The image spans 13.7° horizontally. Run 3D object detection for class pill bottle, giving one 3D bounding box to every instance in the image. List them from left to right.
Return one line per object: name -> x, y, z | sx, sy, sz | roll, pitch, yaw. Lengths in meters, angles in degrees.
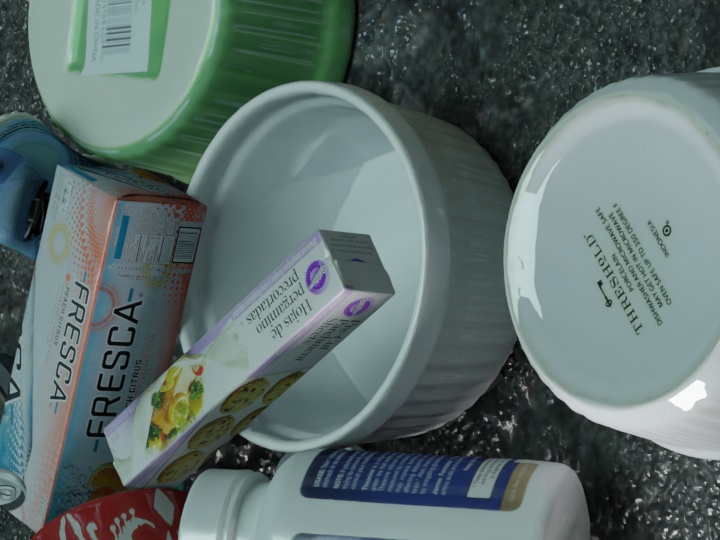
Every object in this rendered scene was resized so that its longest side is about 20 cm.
pill bottle -> 0.012, 0.150, 1.550 | 0.199, 0.111, 0.111 | 2, 87, 18

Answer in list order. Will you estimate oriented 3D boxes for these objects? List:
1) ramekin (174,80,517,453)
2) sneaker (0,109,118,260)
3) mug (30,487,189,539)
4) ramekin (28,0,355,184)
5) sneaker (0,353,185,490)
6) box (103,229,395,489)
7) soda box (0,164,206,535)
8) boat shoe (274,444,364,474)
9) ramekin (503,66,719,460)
ramekin -> 0.000, 0.000, 1.632 | 0.200, 0.105, 0.201 | -5, 83, 44
sneaker -> -0.166, -0.036, 1.749 | 0.090, 0.200, 0.079 | 30, 98, 26
mug -> -0.126, 0.240, 1.629 | 0.177, 0.133, 0.201 | -30, 62, 21
ramekin -> -0.106, -0.150, 1.757 | 0.200, 0.097, 0.201 | -5, 83, 45
sneaker -> -0.182, 0.085, 1.795 | 0.200, 0.121, 0.084 | 35, 113, 10
box -> -0.062, 0.050, 1.587 | 0.200, 0.041, 0.039 | -41, 60, 34
soda box -> -0.148, 0.045, 1.665 | 0.068, 0.063, 0.201 | 29, 109, 49
boat shoe -> 0.000, 0.176, 1.642 | 0.074, 0.065, 0.202 | -44, 57, 33
ramekin -> 0.159, -0.007, 1.479 | 0.202, 0.094, 0.203 | -6, 82, 44
